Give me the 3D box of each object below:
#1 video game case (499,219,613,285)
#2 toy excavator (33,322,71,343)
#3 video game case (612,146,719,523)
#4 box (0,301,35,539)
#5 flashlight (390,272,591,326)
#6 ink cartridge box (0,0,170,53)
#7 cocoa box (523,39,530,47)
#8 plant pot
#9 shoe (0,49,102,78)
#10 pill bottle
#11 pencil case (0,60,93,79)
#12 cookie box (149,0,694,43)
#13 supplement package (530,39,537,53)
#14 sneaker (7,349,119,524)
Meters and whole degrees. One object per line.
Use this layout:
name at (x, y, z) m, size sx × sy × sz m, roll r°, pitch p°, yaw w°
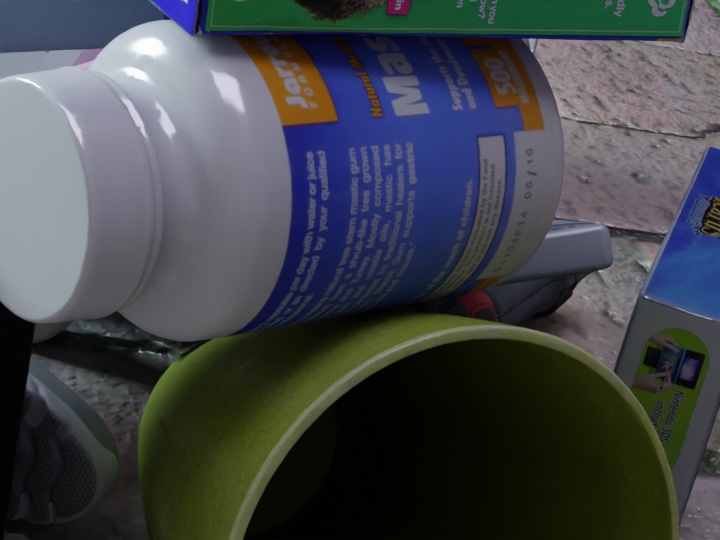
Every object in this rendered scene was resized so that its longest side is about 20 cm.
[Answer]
video game case at (0.000, 0.000, 0.974) m, size 0.200 × 0.022 × 0.182 m, roll -8°, pitch 3°, yaw -6°
toy excavator at (-0.244, -0.049, 1.053) m, size 0.200 × 0.195 × 0.100 m, roll -8°, pitch 16°, yaw 22°
video game case at (0.134, 0.061, 0.931) m, size 0.045 × 0.181 × 0.200 m, roll 19°, pitch 25°, yaw 10°
box at (-0.219, 0.016, 0.820) m, size 0.104 × 0.200 × 0.182 m, roll -11°, pitch 35°, yaw -41°
flashlight at (0.058, 0.018, 1.140) m, size 0.068 × 0.068 × 0.200 m, roll 45°, pitch 27°, yaw 7°
ink cartridge box at (-0.128, -0.124, 0.844) m, size 0.200 × 0.042 × 0.119 m, roll -2°, pitch 28°, yaw -13°
cocoa box at (0.007, -0.099, 0.995) m, size 0.131 × 0.134 × 0.200 m, roll -8°, pitch 17°, yaw 10°
plant pot at (-0.009, 0.089, 0.827) m, size 0.187 × 0.187 × 0.200 m, roll 0°, pitch 12°, yaw -28°
shoe at (-0.111, -0.137, 1.063) m, size 0.072 × 0.200 × 0.091 m, roll 52°, pitch 23°, yaw 19°
pill bottle at (-0.034, -0.035, 0.748) m, size 0.200 × 0.112 × 0.112 m, roll -9°, pitch 32°, yaw -40°
pencil case at (-0.165, -0.056, 0.983) m, size 0.200 × 0.088 × 0.087 m, roll -10°, pitch 31°, yaw -20°
cookie box at (0.002, -0.144, 0.781) m, size 0.200 × 0.075 × 0.171 m, roll -3°, pitch 25°, yaw -27°
supplement package at (0.007, -0.130, 1.366) m, size 0.200 × 0.114 × 0.110 m, roll 14°, pitch 23°, yaw 3°
sneaker at (-0.169, 0.042, 0.941) m, size 0.200 × 0.075 × 0.082 m, roll 30°, pitch 30°, yaw 34°
